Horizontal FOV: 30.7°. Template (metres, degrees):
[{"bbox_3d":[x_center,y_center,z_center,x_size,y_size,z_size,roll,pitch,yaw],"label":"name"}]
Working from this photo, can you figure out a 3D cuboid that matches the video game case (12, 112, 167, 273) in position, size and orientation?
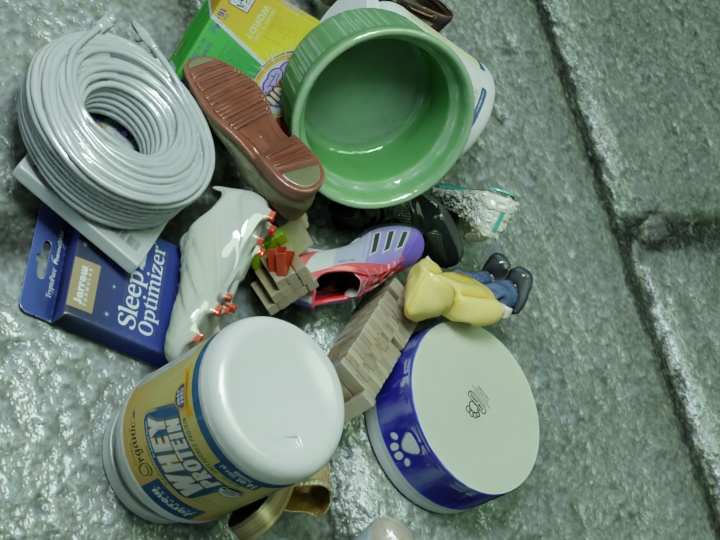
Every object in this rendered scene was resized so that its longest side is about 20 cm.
[{"bbox_3d":[-0.237,-0.103,1.278,0.143,0.018,0.201,41,37,-14],"label":"video game case"}]

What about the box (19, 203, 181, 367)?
[{"bbox_3d":[-0.221,0.018,1.249,0.199,0.032,0.122,25,53,-31],"label":"box"}]

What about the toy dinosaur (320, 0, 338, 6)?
[{"bbox_3d":[-0.008,-0.329,1.557,0.101,0.198,0.059,-2,101,-58],"label":"toy dinosaur"}]

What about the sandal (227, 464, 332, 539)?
[{"bbox_3d":[-0.061,0.211,1.240,0.070,0.077,0.212,53,23,-8],"label":"sandal"}]

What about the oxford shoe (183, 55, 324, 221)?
[{"bbox_3d":[-0.118,-0.131,1.318,0.070,0.074,0.200,-25,67,-33],"label":"oxford shoe"}]

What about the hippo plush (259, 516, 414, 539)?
[{"bbox_3d":[-0.048,0.291,1.194,0.159,0.201,0.160,20,51,-6],"label":"hippo plush"}]

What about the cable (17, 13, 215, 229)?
[{"bbox_3d":[-0.231,-0.134,1.237,0.201,0.069,0.200,52,36,0],"label":"cable"}]

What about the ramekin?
[{"bbox_3d":[0.011,-0.176,1.375,0.199,0.201,0.098,26,19,-31],"label":"ramekin"}]

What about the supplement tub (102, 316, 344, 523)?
[{"bbox_3d":[-0.125,0.138,1.150,0.144,0.199,0.146,21,54,-33],"label":"supplement tub"}]

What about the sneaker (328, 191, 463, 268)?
[{"bbox_3d":[0.031,-0.059,1.499,0.200,0.076,0.115,50,54,-19],"label":"sneaker"}]

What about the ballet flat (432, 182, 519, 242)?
[{"bbox_3d":[0.126,-0.068,1.545,0.071,0.200,0.073,-1,96,-12],"label":"ballet flat"}]

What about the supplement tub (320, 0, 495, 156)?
[{"bbox_3d":[0.044,-0.224,1.543,0.199,0.145,0.146,30,51,-29],"label":"supplement tub"}]

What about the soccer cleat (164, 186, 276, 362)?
[{"bbox_3d":[-0.149,0.004,1.261,0.077,0.070,0.201,20,59,9],"label":"soccer cleat"}]

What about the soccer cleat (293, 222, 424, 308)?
[{"bbox_3d":[0.000,0.000,1.408,0.199,0.073,0.069,-14,123,-35],"label":"soccer cleat"}]

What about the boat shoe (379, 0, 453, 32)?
[{"bbox_3d":[0.037,-0.373,1.669,0.200,0.072,0.072,41,46,-20],"label":"boat shoe"}]

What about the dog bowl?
[{"bbox_3d":[0.103,0.160,1.443,0.199,0.079,0.202,22,55,-34],"label":"dog bowl"}]

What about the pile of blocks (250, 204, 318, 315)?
[{"bbox_3d":[-0.092,-0.050,1.359,0.062,0.081,0.201,62,18,-44],"label":"pile of blocks"}]

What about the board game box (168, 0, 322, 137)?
[{"bbox_3d":[-0.096,-0.209,1.400,0.199,0.154,0.040,24,20,-31],"label":"board game box"}]

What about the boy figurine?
[{"bbox_3d":[0.106,0.018,1.453,0.124,0.065,0.199,35,22,32],"label":"boy figurine"}]

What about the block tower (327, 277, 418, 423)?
[{"bbox_3d":[0.009,0.080,1.388,0.058,0.054,0.200,48,33,-11],"label":"block tower"}]
